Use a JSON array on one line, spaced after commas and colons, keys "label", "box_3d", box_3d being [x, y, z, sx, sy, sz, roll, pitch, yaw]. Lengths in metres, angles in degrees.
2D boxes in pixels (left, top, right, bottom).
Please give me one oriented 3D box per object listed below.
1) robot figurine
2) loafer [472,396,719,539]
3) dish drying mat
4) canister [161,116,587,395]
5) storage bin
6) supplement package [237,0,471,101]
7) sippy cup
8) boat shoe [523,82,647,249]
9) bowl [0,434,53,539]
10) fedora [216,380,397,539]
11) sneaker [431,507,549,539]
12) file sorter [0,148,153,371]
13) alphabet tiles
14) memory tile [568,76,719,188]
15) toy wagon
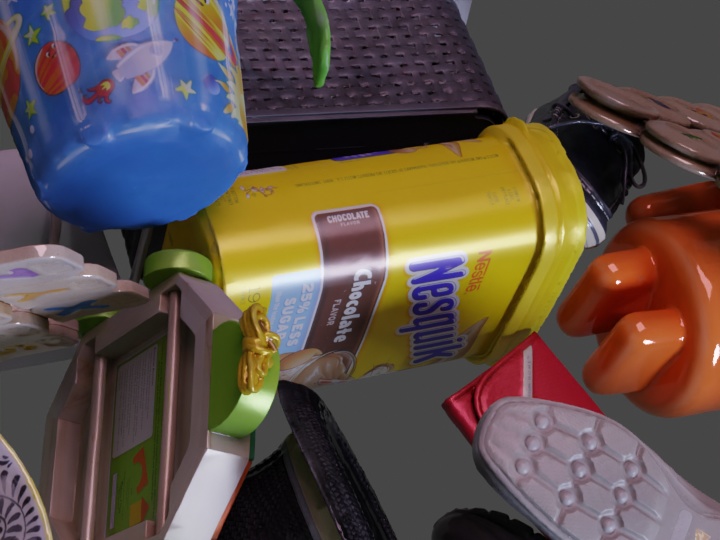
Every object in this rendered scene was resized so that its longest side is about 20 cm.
[{"label": "robot figurine", "box_3d": [0.214, 0.022, 0.918, 0.199, 0.117, 0.144, -8, 21, -25]}, {"label": "loafer", "box_3d": [0.137, 0.126, 0.793, 0.200, 0.070, 0.070, 33, 70, -10]}, {"label": "dish drying mat", "box_3d": [0.131, 0.127, 0.843, 0.077, 0.018, 0.200, -34, 79, -33]}, {"label": "canister", "box_3d": [0.000, 0.000, 0.844, 0.199, 0.149, 0.087, -10, 57, -23]}, {"label": "storage bin", "box_3d": [-0.034, -0.074, 0.896, 0.199, 0.135, 0.094, -4, 53, -21]}, {"label": "supplement package", "box_3d": [-0.056, -0.209, 0.969, 0.199, 0.147, 0.191, -4, 39, -22]}, {"label": "sippy cup", "box_3d": [-0.111, -0.094, 0.735, 0.177, 0.140, 0.131, -25, 65, 17]}, {"label": "boat shoe", "box_3d": [0.130, -0.069, 0.941, 0.075, 0.062, 0.200, 51, 17, -9]}, {"label": "bowl", "box_3d": [-0.233, 0.143, 0.671, 0.200, 0.094, 0.201, 7, 65, -15]}, {"label": "fedora", "box_3d": [-0.022, 0.154, 0.725, 0.091, 0.201, 0.201, -27, 60, 0]}, {"label": "sneaker", "box_3d": [0.087, 0.196, 0.763, 0.091, 0.076, 0.200, -35, 55, -10]}, {"label": "file sorter", "box_3d": [-0.219, -0.035, 0.812, 0.199, 0.125, 0.139, -10, 55, -24]}, {"label": "alphabet tiles", "box_3d": [-0.198, 0.022, 0.684, 0.195, 0.200, 0.015, -10, 78, 9]}, {"label": "memory tile", "box_3d": [0.218, -0.066, 0.918, 0.153, 0.017, 0.200, 35, 21, 32]}, {"label": "toy wagon", "box_3d": [-0.088, 0.070, 0.719, 0.039, 0.200, 0.156, 19, 58, -34]}]
